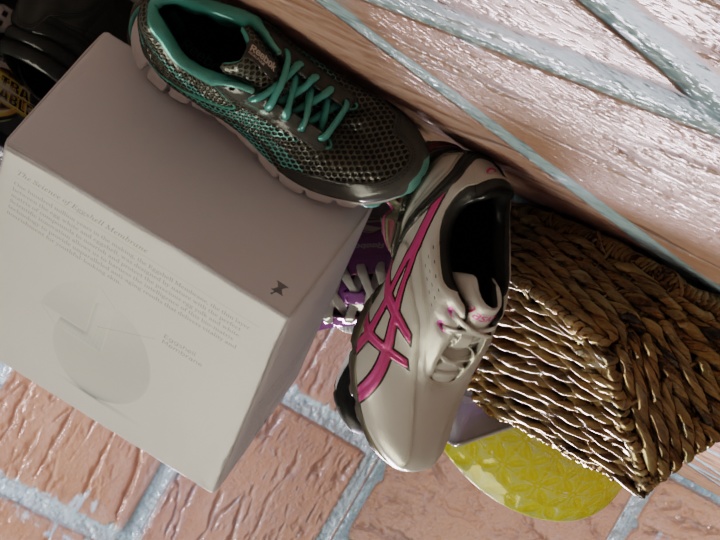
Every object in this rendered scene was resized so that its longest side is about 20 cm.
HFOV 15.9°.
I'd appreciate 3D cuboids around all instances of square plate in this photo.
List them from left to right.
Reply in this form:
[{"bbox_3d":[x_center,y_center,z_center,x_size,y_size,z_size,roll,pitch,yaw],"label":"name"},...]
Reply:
[{"bbox_3d":[0.144,0.072,1.767,0.200,0.197,0.029,172,77,-86],"label":"square plate"}]

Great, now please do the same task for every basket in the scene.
[{"bbox_3d":[0.157,0.022,1.591,0.200,0.149,0.143,27,143,56],"label":"basket"}]

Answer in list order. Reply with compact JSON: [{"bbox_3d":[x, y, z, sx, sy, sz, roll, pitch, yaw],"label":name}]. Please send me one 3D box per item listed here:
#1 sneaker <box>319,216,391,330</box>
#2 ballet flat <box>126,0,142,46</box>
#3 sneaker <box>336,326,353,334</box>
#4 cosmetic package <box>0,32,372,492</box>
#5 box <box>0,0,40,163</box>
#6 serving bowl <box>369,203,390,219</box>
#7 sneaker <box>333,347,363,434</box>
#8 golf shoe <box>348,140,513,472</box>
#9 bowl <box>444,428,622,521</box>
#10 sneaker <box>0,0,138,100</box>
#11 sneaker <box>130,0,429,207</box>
[{"bbox_3d":[0.009,0.008,1.691,0.114,0.200,0.073,-113,7,-69],"label":"sneaker"},{"bbox_3d":[-0.056,-0.105,1.601,0.200,0.067,0.070,33,-167,7],"label":"ballet flat"},{"bbox_3d":[-0.037,0.002,1.995,0.199,0.075,0.115,7,-174,-5],"label":"sneaker"},{"bbox_3d":[-0.123,-0.004,1.595,0.199,0.123,0.200,32,142,5],"label":"cosmetic package"},{"bbox_3d":[-0.210,-0.131,1.767,0.046,0.160,0.200,-11,147,41],"label":"box"},{"bbox_3d":[0.000,0.000,1.834,0.199,0.066,0.200,-2,170,0],"label":"serving bowl"},{"bbox_3d":[0.071,0.051,1.883,0.076,0.200,0.088,58,168,-10],"label":"sneaker"},{"bbox_3d":[0.045,0.028,1.524,0.072,0.201,0.092,2,-167,-27],"label":"golf shoe"},{"bbox_3d":[0.157,0.086,2.047,0.200,0.200,0.108,31,135,-12],"label":"bowl"},{"bbox_3d":[-0.175,-0.147,1.731,0.071,0.099,0.200,27,177,31],"label":"sneaker"},{"bbox_3d":[-0.052,-0.103,1.497,0.200,0.078,0.091,28,173,8],"label":"sneaker"}]
